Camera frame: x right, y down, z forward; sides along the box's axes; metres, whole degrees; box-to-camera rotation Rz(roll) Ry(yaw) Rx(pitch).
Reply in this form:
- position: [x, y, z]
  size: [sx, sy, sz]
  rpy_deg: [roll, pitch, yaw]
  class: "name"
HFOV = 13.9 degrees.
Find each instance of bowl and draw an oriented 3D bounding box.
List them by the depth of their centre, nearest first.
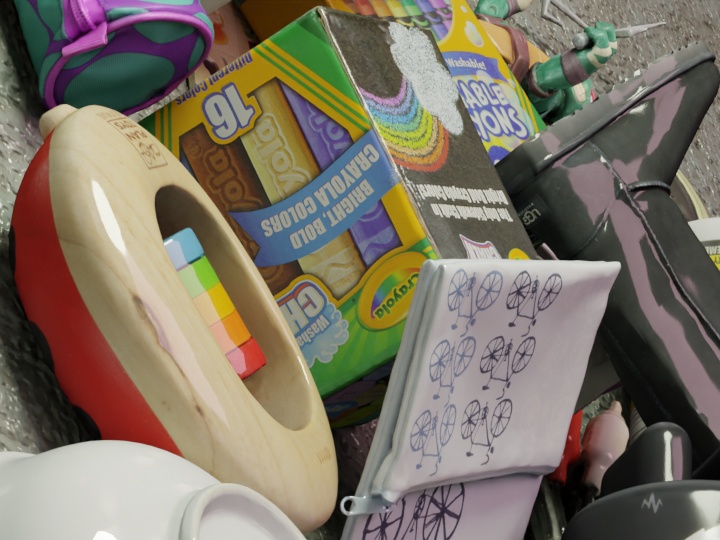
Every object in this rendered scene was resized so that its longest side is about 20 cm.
- position: [-0.065, 0.139, 1.085]
  size: [0.201, 0.090, 0.201]
  rpy_deg: [44, 28, -31]
  class: "bowl"

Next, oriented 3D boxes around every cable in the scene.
- position: [0.109, 0.126, 1.503]
  size: [0.097, 0.050, 0.200]
  rpy_deg: [46, 25, -24]
  class: "cable"

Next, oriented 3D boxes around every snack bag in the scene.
- position: [0.045, 0.088, 1.282]
  size: [0.021, 0.200, 0.188]
  rpy_deg: [21, 9, 25]
  class: "snack bag"

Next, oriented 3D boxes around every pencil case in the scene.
- position: [-0.133, -0.168, 1.322]
  size: [0.200, 0.085, 0.092]
  rpy_deg: [68, 9, 21]
  class: "pencil case"

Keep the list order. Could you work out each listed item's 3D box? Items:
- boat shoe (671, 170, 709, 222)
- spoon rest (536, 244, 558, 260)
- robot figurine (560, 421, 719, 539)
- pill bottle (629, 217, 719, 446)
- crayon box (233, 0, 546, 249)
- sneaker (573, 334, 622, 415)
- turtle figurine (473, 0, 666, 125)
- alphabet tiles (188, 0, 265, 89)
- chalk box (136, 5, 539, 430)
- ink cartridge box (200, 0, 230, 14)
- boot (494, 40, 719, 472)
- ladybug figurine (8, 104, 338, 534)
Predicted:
- position: [0.174, 0.001, 1.757]
  size: [0.065, 0.073, 0.200]
  rpy_deg: [36, 32, -53]
  class: "boat shoe"
- position: [0.076, -0.026, 1.606]
  size: [0.099, 0.061, 0.200]
  rpy_deg: [-8, 70, -63]
  class: "spoon rest"
- position: [0.153, 0.172, 1.350]
  size: [0.125, 0.150, 0.200]
  rpy_deg: [51, 34, -55]
  class: "robot figurine"
- position: [0.204, 0.081, 1.629]
  size: [0.112, 0.112, 0.200]
  rpy_deg: [33, 52, -46]
  class: "pill bottle"
- position: [0.021, -0.098, 1.513]
  size: [0.126, 0.052, 0.200]
  rpy_deg: [-13, 67, -55]
  class: "crayon box"
- position: [0.090, 0.028, 1.492]
  size: [0.200, 0.075, 0.100]
  rpy_deg: [-36, 99, -48]
  class: "sneaker"
- position: [0.087, -0.130, 1.699]
  size: [0.200, 0.101, 0.150]
  rpy_deg: [23, 6, -35]
  class: "turtle figurine"
- position: [-0.013, -0.091, 1.519]
  size: [0.200, 0.008, 0.167]
  rpy_deg: [25, 40, -34]
  class: "alphabet tiles"
- position: [0.000, 0.000, 1.345]
  size: [0.125, 0.124, 0.200]
  rpy_deg: [2, 61, -64]
  class: "chalk box"
- position: [-0.041, -0.220, 1.424]
  size: [0.084, 0.200, 0.145]
  rpy_deg: [48, 26, -30]
  class: "ink cartridge box"
- position: [0.171, 0.000, 1.483]
  size: [0.165, 0.066, 0.200]
  rpy_deg: [-33, 85, -36]
  class: "boot"
- position: [-0.082, 0.026, 1.201]
  size: [0.200, 0.072, 0.136]
  rpy_deg: [61, 17, 2]
  class: "ladybug figurine"
